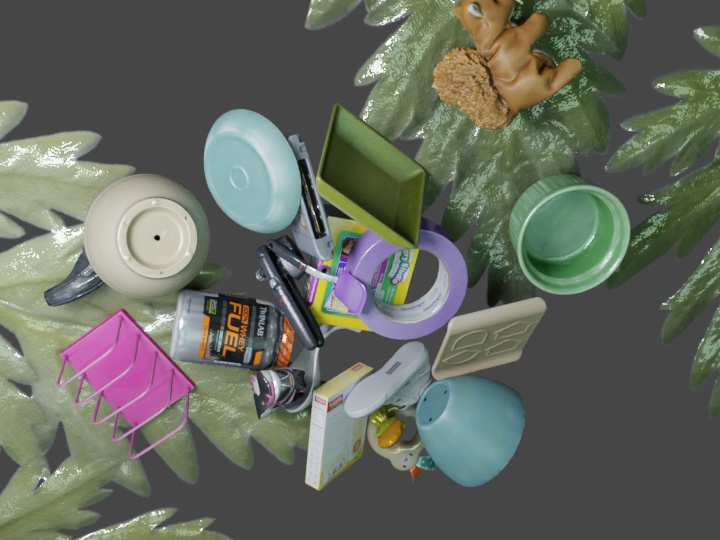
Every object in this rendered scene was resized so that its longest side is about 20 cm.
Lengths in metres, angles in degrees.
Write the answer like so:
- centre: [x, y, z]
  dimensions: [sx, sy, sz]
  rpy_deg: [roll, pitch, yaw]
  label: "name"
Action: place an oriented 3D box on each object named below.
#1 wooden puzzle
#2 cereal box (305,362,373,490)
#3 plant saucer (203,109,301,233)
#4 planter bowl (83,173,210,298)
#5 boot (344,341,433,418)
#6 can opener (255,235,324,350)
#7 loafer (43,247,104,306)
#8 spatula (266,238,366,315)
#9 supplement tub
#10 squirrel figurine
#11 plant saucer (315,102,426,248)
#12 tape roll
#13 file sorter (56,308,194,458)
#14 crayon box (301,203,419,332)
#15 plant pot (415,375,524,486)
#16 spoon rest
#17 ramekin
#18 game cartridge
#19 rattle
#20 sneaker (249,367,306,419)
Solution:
- centre: [0.222, 0.115, 1.604]
  dimensions: [0.184, 0.047, 0.201]
  rpy_deg: [-13, 148, -13]
  label: "wooden puzzle"
- centre: [-0.039, 0.283, 1.639]
  dimensions: [0.039, 0.144, 0.202]
  rpy_deg: [21, 118, 30]
  label: "cereal box"
- centre: [-0.178, -0.147, 1.387]
  dimensions: [0.199, 0.036, 0.201]
  rpy_deg: [19, 123, 31]
  label: "plant saucer"
- centre: [-0.322, -0.052, 1.387]
  dimensions: [0.199, 0.135, 0.202]
  rpy_deg: [-1, 93, -20]
  label: "planter bowl"
- centre: [0.060, 0.223, 1.619]
  dimensions: [0.200, 0.073, 0.096]
  rpy_deg: [-38, 124, -26]
  label: "boot"
- centre: [-0.118, 0.042, 1.500]
  dimensions: [0.078, 0.063, 0.201]
  rpy_deg: [-31, 76, 34]
  label: "can opener"
- centre: [-0.435, -0.010, 1.469]
  dimensions: [0.200, 0.068, 0.071]
  rpy_deg: [-30, 109, 0]
  label: "loafer"
- centre: [-0.073, 0.001, 1.466]
  dimensions: [0.199, 0.021, 0.057]
  rpy_deg: [31, 122, 13]
  label: "spatula"
- centre: [-0.217, 0.104, 1.525]
  dimensions: [0.198, 0.123, 0.123]
  rpy_deg: [8, 114, -13]
  label: "supplement tub"
- centre: [0.202, -0.329, 1.379]
  dimensions: [0.200, 0.142, 0.187]
  rpy_deg: [-41, 109, 8]
  label: "squirrel figurine"
- centre: [0.010, -0.140, 1.419]
  dimensions: [0.199, 0.201, 0.048]
  rpy_deg: [34, 130, -22]
  label: "plant saucer"
- centre: [0.076, 0.013, 1.497]
  dimensions: [0.198, 0.066, 0.202]
  rpy_deg: [-5, 116, -10]
  label: "tape roll"
- centre: [-0.403, 0.201, 1.540]
  dimensions: [0.139, 0.126, 0.200]
  rpy_deg: [-34, 116, 8]
  label: "file sorter"
- centre: [0.000, 0.000, 1.546]
  dimensions: [0.171, 0.058, 0.201]
  rpy_deg: [9, 113, -15]
  label: "crayon box"
- centre: [0.179, 0.270, 1.621]
  dimensions: [0.134, 0.200, 0.200]
  rpy_deg: [33, 107, -25]
  label: "plant pot"
- centre: [-0.083, 0.164, 1.599]
  dimensions: [0.060, 0.099, 0.201]
  rpy_deg: [32, 97, -36]
  label: "spoon rest"
- centre: [0.353, -0.069, 1.547]
  dimensions: [0.198, 0.098, 0.202]
  rpy_deg: [-4, 116, -8]
  label: "ramekin"
- centre: [-0.096, -0.118, 1.424]
  dimensions: [0.041, 0.133, 0.201]
  rpy_deg: [-21, 105, -20]
  label: "game cartridge"
- centre: [0.096, 0.349, 1.689]
  dimensions: [0.129, 0.143, 0.201]
  rpy_deg: [-24, 112, -17]
  label: "rattle"
- centre: [-0.139, 0.211, 1.560]
  dimensions: [0.086, 0.200, 0.081]
  rpy_deg: [-9, 83, -16]
  label: "sneaker"
